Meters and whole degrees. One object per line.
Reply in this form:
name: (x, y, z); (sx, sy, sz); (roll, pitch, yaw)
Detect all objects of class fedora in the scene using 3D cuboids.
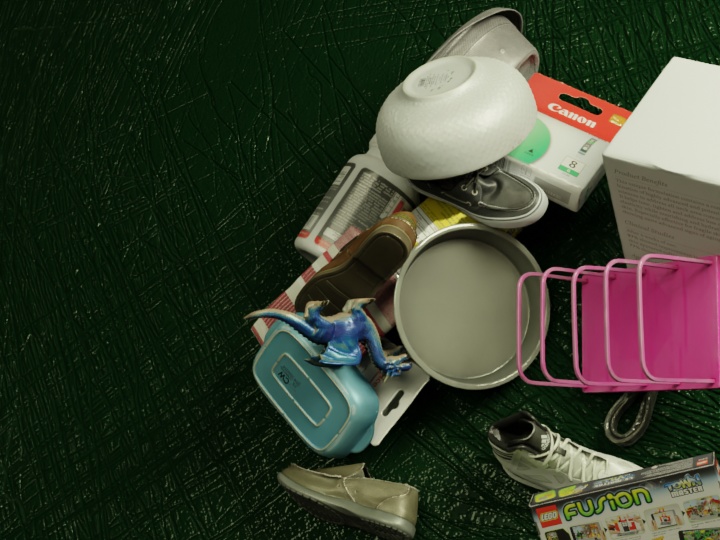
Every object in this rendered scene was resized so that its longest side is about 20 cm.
fedora: (0.165, -0.252, 1.496); (0.200, 0.177, 0.090); (-41, 66, -12)

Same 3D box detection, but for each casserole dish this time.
casserole dish: (-0.062, 0.143, 1.372); (0.200, 0.039, 0.121); (48, 118, 23)

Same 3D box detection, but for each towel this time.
towel: (-0.038, 0.060, 1.420); (0.200, 0.023, 0.144); (-44, 60, 16)

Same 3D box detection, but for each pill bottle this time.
pill bottle: (0.009, -0.085, 1.520); (0.116, 0.116, 0.200); (28, 80, 37)
pill bottle: (0.112, -0.042, 1.439); (0.200, 0.112, 0.112); (-41, 52, 5)

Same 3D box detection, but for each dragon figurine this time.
dragon figurine: (-0.031, 0.084, 1.304); (0.059, 0.200, 0.100); (173, 95, -68)

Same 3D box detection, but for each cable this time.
cable: (0.339, 0.105, 1.265); (0.200, 0.050, 0.097); (-41, 54, 3)

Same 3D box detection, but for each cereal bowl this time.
cereal bowl: (0.107, -0.198, 1.344); (0.200, 0.083, 0.200); (-15, 35, 11)

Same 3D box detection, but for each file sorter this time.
file sorter: (0.275, 0.059, 1.213); (0.200, 0.125, 0.139); (-12, 75, 56)

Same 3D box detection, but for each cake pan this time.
cake pan: (0.131, 0.044, 1.354); (0.200, 0.200, 0.037); (-63, 11, -13)

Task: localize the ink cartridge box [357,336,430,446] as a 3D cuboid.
ink cartridge box: (0.004, 0.137, 1.431); (0.115, 0.068, 0.200); (-51, 51, -2)

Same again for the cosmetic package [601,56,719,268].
cosmetic package: (0.390, -0.094, 1.230); (0.167, 0.200, 0.166); (22, 61, 36)

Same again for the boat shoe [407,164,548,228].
boat shoe: (0.130, -0.110, 1.351); (0.200, 0.066, 0.070); (27, 80, 36)

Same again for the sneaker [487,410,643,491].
sneaker: (0.225, 0.216, 1.230); (0.200, 0.115, 0.076); (14, 72, 34)

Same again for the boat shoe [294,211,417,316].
boat shoe: (0.000, 0.000, 1.363); (0.200, 0.072, 0.068); (-35, 16, 36)

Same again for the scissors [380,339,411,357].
scissors: (-0.016, 0.086, 1.421); (0.200, 0.014, 0.073); (36, 85, 38)

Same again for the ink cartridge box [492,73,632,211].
ink cartridge box: (0.246, -0.179, 1.405); (0.161, 0.050, 0.200); (27, 57, 19)

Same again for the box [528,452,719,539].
box: (0.290, 0.269, 1.177); (0.200, 0.035, 0.110); (-17, 97, 21)

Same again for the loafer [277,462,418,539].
loafer: (-0.011, 0.273, 1.372); (0.200, 0.075, 0.070); (13, 60, 30)
